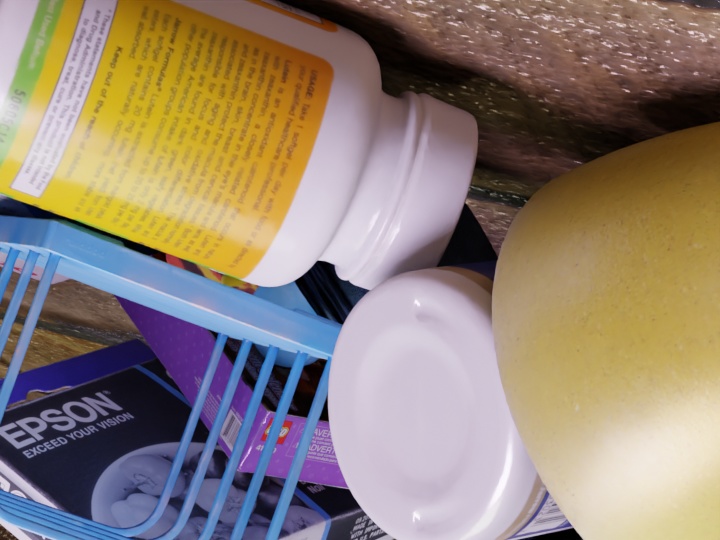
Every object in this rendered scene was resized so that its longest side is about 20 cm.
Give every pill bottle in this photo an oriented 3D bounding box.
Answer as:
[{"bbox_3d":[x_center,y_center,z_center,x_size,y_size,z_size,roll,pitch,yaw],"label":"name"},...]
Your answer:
[{"bbox_3d":[0.093,0.047,1.170,0.200,0.111,0.111,-6,-173,-43],"label":"pill bottle"},{"bbox_3d":[-0.060,-0.059,1.152,0.200,0.111,0.111,20,168,-13],"label":"pill bottle"}]

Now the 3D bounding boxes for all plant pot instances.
[{"bbox_3d":[0.170,0.019,1.070,0.200,0.200,0.142,24,141,-29],"label":"plant pot"}]

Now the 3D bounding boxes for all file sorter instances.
[{"bbox_3d":[-0.109,0.055,1.245,0.139,0.123,0.200,22,176,-17],"label":"file sorter"}]

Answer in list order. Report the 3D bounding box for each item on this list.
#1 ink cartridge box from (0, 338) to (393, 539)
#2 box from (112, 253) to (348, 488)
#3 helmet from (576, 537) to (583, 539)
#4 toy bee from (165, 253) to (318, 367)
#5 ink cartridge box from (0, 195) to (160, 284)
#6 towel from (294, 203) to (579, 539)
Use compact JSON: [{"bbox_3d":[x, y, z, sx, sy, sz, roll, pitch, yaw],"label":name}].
[{"bbox_3d":[-0.107,0.092,1.448,0.200,0.043,0.198,34,-149,27],"label":"ink cartridge box"},{"bbox_3d":[-0.040,0.043,1.490,0.137,0.039,0.200,13,-156,-36],"label":"box"},{"bbox_3d":[0.107,0.183,1.381,0.200,0.200,0.191,12,-151,26],"label":"helmet"},{"bbox_3d":[0.000,0.000,1.429,0.200,0.109,0.131,28,-159,8],"label":"toy bee"},{"bbox_3d":[-0.172,-0.061,1.372,0.144,0.084,0.200,22,168,-18],"label":"ink cartridge box"},{"bbox_3d":[0.039,0.037,1.267,0.112,0.200,0.049,-11,152,-51],"label":"towel"}]
